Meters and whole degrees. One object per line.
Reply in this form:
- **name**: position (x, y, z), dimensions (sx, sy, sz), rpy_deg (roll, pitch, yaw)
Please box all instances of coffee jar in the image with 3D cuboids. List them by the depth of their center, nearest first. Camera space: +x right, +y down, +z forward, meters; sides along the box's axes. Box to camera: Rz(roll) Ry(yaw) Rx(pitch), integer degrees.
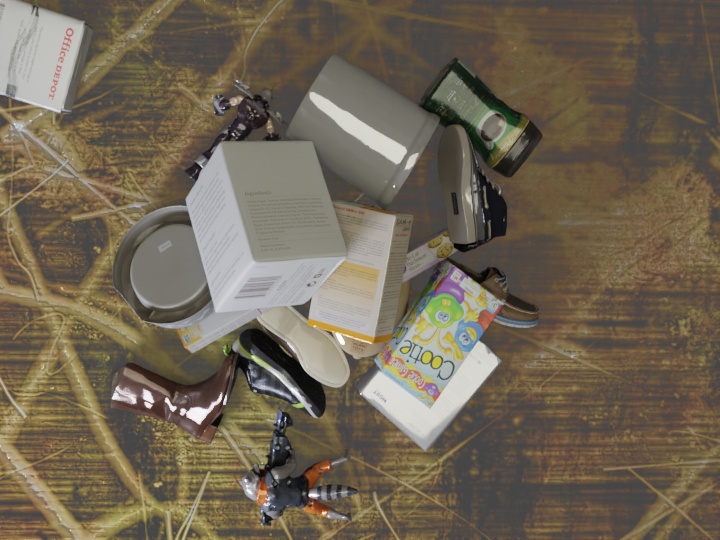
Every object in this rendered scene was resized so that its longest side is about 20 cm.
- **coffee jar**: position (0.197, -0.247, 1.719), dimensions (0.199, 0.085, 0.105), rpy_deg (39, 98, -6)

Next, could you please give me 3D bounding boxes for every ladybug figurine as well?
- **ladybug figurine**: position (0.012, 0.046, 1.744), dimensions (0.133, 0.072, 0.204), rpy_deg (15, 94, -7)

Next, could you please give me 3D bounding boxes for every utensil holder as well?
- **utensil holder**: position (0.002, -0.223, 1.667), dimensions (0.198, 0.170, 0.172), rpy_deg (33, 93, -2)

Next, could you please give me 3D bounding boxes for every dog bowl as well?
- **dog bowl**: position (-0.295, 0.000, 1.682), dimensions (0.196, 0.059, 0.204), rpy_deg (-4, 66, 10)

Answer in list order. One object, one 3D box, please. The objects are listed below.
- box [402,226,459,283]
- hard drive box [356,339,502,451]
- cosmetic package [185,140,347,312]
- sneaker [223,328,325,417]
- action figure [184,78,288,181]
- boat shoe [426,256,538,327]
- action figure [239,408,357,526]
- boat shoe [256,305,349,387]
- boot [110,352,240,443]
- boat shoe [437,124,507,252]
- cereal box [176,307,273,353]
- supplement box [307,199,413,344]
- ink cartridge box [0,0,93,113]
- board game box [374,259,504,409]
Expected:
- **box**: position (0.125, -0.036, 1.721), dimensions (0.198, 0.039, 0.042), rpy_deg (-28, 98, -26)
- **hard drive box**: position (0.114, 0.171, 1.763), dimensions (0.155, 0.077, 0.201), rpy_deg (41, 91, -7)
- **cosmetic package**: position (-0.146, -0.068, 1.593), dimensions (0.164, 0.167, 0.203), rpy_deg (-5, 66, -32)
- **sneaker**: position (-0.144, 0.180, 1.762), dimensions (0.200, 0.072, 0.083), rpy_deg (44, 116, -6)
- **action figure**: position (-0.203, -0.220, 1.705), dimensions (0.129, 0.069, 0.201), rpy_deg (38, 89, 0)
- **boat shoe**: position (0.213, 0.034, 1.751), dimensions (0.196, 0.072, 0.074), rpy_deg (19, 110, -5)
- **action figure**: position (-0.107, 0.340, 1.755), dimensions (0.189, 0.105, 0.204), rpy_deg (-1, 98, -14)
- **boat shoe**: position (-0.098, 0.116, 1.751), dimensions (0.199, 0.059, 0.072), rpy_deg (42, 82, -8)
- **boot**: position (-0.309, 0.181, 1.723), dimensions (0.197, 0.064, 0.189), rpy_deg (23, 114, -3)
- **boat shoe**: position (0.185, -0.138, 1.702), dimensions (0.091, 0.074, 0.204), rpy_deg (-12, 102, -31)
- **cereal box**: position (-0.221, 0.023, 1.710), dimensions (0.198, 0.040, 0.145), rpy_deg (-30, 66, 0)
- **supplement box**: position (0.000, 0.000, 1.645), dimensions (0.124, 0.073, 0.204), rpy_deg (14, 98, 27)
- **ink cartridge box**: position (-0.539, -0.347, 1.655), dimensions (0.196, 0.084, 0.148), rpy_deg (17, 94, -6)
- **board game box**: position (0.123, 0.099, 1.666), dimensions (0.104, 0.103, 0.202), rpy_deg (35, 92, -7)
